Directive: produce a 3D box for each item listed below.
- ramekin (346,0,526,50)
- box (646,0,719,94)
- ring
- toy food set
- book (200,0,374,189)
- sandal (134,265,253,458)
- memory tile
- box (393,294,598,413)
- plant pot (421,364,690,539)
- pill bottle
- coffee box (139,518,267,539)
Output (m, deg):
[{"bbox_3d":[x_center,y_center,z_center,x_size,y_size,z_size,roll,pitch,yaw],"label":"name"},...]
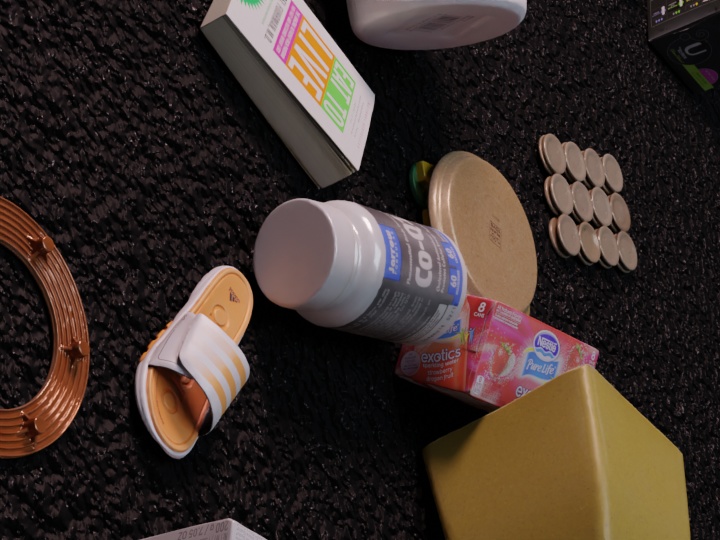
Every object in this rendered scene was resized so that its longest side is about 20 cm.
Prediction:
[{"bbox_3d":[0.075,-0.291,1.822,0.200,0.199,0.099,7,75,-54],"label":"ramekin"},{"bbox_3d":[0.488,-0.382,2.545,0.148,0.123,0.202,36,45,-41],"label":"box"},{"bbox_3d":[-0.264,0.035,1.309,0.200,0.019,0.203,32,48,-45],"label":"ring"},{"bbox_3d":[0.123,-0.032,1.895,0.199,0.048,0.200,20,58,-51],"label":"toy food set"},{"bbox_3d":[-0.065,-0.196,1.705,0.200,0.048,0.134,50,34,-27],"label":"book"},{"bbox_3d":[-0.120,0.060,1.473,0.079,0.059,0.208,53,37,-26],"label":"sandal"},{"bbox_3d":[0.273,-0.078,2.171,0.199,0.017,0.155,12,65,-54],"label":"memory tile"},{"bbox_3d":[0.137,0.090,1.780,0.199,0.099,0.097,25,81,-48],"label":"box"},{"bbox_3d":[0.196,0.249,1.687,0.194,0.194,0.201,40,29,-38],"label":"plant pot"},{"bbox_3d":[0.000,0.000,1.633,0.199,0.113,0.115,15,62,-53],"label":"pill bottle"},{"bbox_3d":[-0.110,0.314,1.231,0.200,0.198,0.200,39,45,-40],"label":"coffee box"}]
